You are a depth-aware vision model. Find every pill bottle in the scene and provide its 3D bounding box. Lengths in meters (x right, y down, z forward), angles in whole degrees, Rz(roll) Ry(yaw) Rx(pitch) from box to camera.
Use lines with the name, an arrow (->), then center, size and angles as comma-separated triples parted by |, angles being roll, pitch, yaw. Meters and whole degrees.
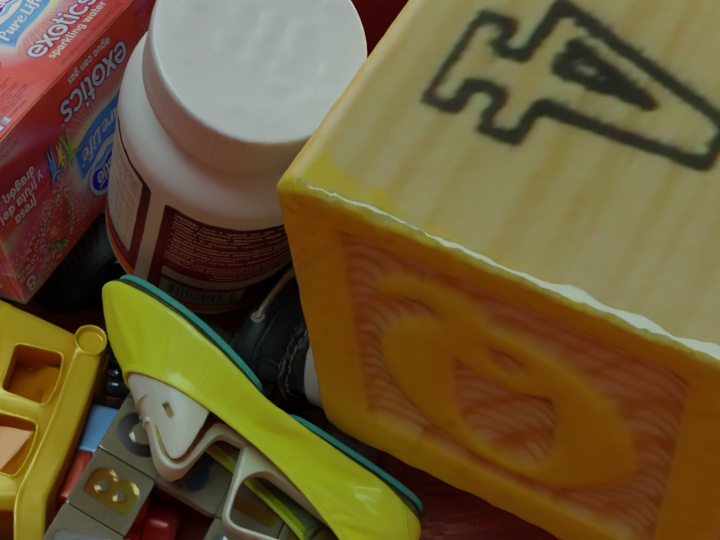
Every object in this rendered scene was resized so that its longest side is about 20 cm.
pill bottle -> -0.063, -0.059, 0.591 | 0.108, 0.200, 0.111 | 5, 70, -13

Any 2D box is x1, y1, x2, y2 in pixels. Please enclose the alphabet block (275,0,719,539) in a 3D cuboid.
alphabet block -> 0.102, -0.018, 0.542 | 0.194, 0.196, 0.201 | 21, 61, 21

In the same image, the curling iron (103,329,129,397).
curling iron -> -0.207, 0.045, 0.732 | 0.197, 0.026, 0.050 | 6, 25, 16

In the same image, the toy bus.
toy bus -> -0.187, 0.118, 0.622 | 0.189, 0.136, 0.202 | 17, 54, -4

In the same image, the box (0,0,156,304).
box -> -0.182, -0.092, 0.691 | 0.101, 0.095, 0.201 | 13, 48, 19

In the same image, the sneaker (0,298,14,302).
sneaker -> -0.152, -0.056, 0.774 | 0.086, 0.074, 0.201 | 22, 57, 19

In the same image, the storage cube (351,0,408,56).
storage cube -> -0.010, -0.200, 0.721 | 0.169, 0.181, 0.200 | -20, 49, -24

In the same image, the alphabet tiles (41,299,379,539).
alphabet tiles -> -0.047, 0.106, 0.630 | 0.166, 0.008, 0.201 | 31, 47, -6

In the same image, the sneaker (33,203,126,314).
sneaker -> -0.094, -0.014, 0.720 | 0.198, 0.067, 0.091 | -24, 54, -8

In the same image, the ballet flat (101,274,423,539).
ballet flat -> -0.058, 0.084, 0.596 | 0.199, 0.067, 0.067 | 39, 63, -1

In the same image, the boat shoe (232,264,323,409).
boat shoe -> 0.000, 0.000, 0.680 | 0.060, 0.075, 0.201 | 15, 42, 20
